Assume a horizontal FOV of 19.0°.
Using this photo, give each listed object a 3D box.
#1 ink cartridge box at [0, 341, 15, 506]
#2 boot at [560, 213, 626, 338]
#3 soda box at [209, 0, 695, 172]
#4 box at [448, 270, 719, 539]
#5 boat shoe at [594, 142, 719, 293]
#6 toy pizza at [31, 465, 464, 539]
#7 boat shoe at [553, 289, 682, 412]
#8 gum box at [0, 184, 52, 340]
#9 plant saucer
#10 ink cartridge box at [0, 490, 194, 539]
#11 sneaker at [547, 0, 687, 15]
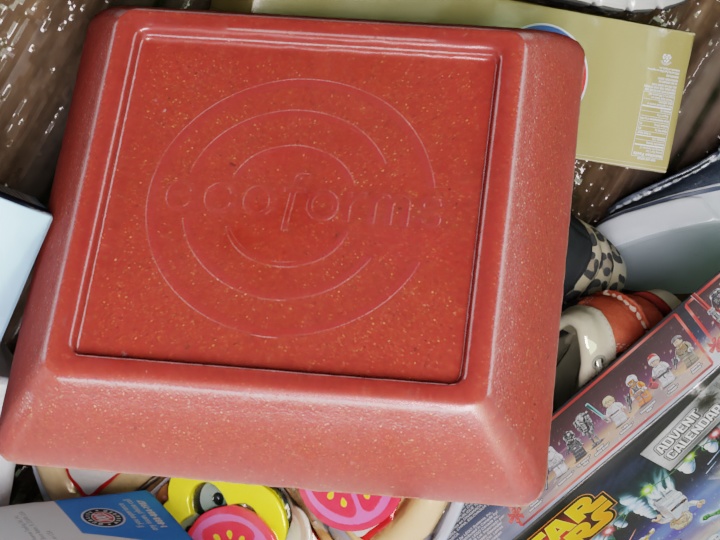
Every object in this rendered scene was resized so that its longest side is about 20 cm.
[{"bbox_3d":[-0.227,0.123,0.879,0.144,0.085,0.200,8,98,-19],"label":"ink cartridge box"},{"bbox_3d":[0.001,0.001,0.921,0.204,0.074,0.154,-20,149,24],"label":"boot"},{"bbox_3d":[0.037,-0.090,0.923,0.200,0.068,0.064,8,98,-19],"label":"soda box"},{"bbox_3d":[0.124,0.095,0.898,0.200,0.040,0.137,-42,136,11],"label":"box"},{"bbox_3d":[0.195,-0.055,0.988,0.200,0.091,0.071,-15,151,8],"label":"boat shoe"},{"bbox_3d":[-0.050,0.051,0.838,0.200,0.032,0.200,1,92,22],"label":"toy pizza"},{"bbox_3d":[0.076,0.087,0.941,0.063,0.071,0.200,-9,140,-40],"label":"boat shoe"},{"bbox_3d":[-0.231,0.037,0.791,0.170,0.045,0.200,21,94,-21],"label":"gum box"},{"bbox_3d":[-0.023,-0.019,0.793,0.200,0.037,0.200,4,61,7],"label":"plant saucer"},{"bbox_3d":[-0.150,0.137,0.754,0.200,0.116,0.067,-4,108,-24],"label":"ink cartridge box"},{"bbox_3d":[0.060,-0.157,0.913,0.200,0.074,0.080,9,97,-20],"label":"sneaker"}]
